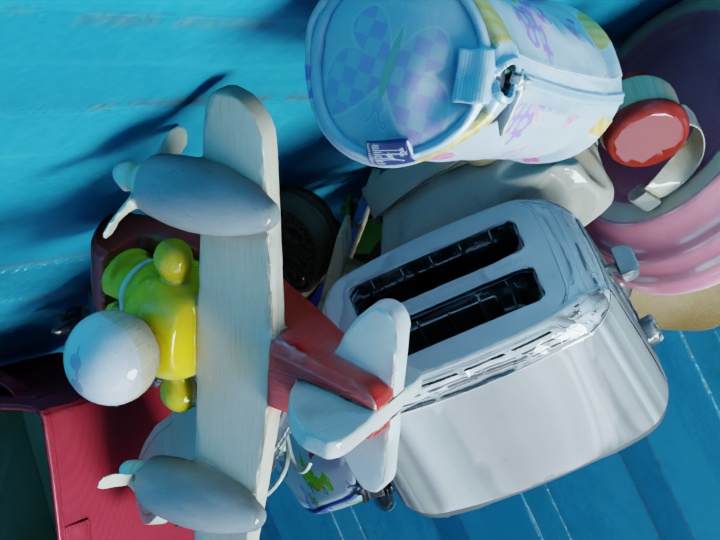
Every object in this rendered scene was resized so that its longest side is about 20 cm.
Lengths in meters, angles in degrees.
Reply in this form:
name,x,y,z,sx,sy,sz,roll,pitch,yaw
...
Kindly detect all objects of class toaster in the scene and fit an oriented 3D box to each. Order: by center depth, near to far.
name,x,y,z,sx,sy,sz,roll,pitch,yaw
toaster,0.064,0.049,0.801,0.200,0.114,0.129,-23,136,8

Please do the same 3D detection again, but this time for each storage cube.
name,x,y,z,sx,sy,sz,roll,pitch,yaw
storage cube,-0.205,0.156,1.005,0.171,0.200,0.180,-1,-173,33

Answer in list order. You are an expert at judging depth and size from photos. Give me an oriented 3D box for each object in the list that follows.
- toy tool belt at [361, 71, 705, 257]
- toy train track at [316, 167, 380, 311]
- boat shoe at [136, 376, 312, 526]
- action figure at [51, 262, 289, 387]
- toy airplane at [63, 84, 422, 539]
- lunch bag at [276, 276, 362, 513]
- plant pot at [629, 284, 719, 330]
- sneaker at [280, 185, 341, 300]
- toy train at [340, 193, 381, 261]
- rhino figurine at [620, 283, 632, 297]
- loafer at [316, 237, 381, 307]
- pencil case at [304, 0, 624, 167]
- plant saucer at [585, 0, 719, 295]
name,x,y,z,sx,sy,sz,roll,pitch,yaw
toy tool belt,0.089,-0.076,0.842,0.125,0.123,0.200,26,130,-38
toy train track,0.000,0.000,0.892,0.200,0.032,0.115,-71,177,-54
boat shoe,-0.075,0.103,0.867,0.062,0.075,0.200,3,147,-29
action figure,-0.120,0.037,0.905,0.119,0.102,0.200,-4,164,-25
toy airplane,-0.069,0.038,0.695,0.141,0.200,0.199,-14,169,-33
lunch bag,-0.030,0.081,1.110,0.082,0.200,0.161,-22,171,-25
plant pot,0.156,-0.039,1.059,0.200,0.187,0.186,-5,165,-23
sneaker,-0.045,-0.023,0.943,0.076,0.070,0.200,-50,180,-23
toy train,0.019,-0.006,1.084,0.042,0.056,0.200,-4,163,8
rhino figurine,0.114,0.039,0.961,0.200,0.060,0.087,-32,174,27
loafer,0.041,0.003,0.977,0.200,0.073,0.071,-38,167,20
pencil case,0.053,-0.088,0.647,0.091,0.083,0.200,-4,-178,24
plant saucer,0.194,-0.086,0.859,0.051,0.201,0.200,29,139,-31
